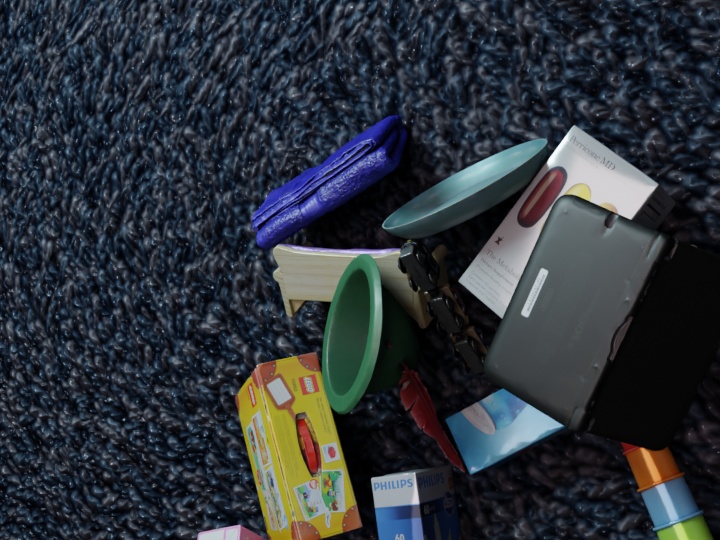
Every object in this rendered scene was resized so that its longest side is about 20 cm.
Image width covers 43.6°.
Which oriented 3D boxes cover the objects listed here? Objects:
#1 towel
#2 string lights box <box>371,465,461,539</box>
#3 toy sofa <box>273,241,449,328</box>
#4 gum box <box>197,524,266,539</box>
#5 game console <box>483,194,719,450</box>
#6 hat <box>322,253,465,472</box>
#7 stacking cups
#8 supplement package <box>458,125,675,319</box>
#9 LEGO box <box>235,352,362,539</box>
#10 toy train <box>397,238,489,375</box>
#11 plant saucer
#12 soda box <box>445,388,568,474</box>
[{"bbox_3d":[-0.039,-0.114,1.087,0.199,0.148,0.050,-30,109,21],"label":"towel"},{"bbox_3d":[0.070,0.323,0.992,0.058,0.103,0.202,-13,78,27],"label":"string lights box"},{"bbox_3d":[0.000,0.000,1.061,0.198,0.083,0.098,2,119,29],"label":"toy sofa"},{"bbox_3d":[-0.142,0.416,1.049,0.066,0.114,0.202,-17,50,25],"label":"gum box"},{"bbox_3d":[0.246,0.052,0.877,0.175,0.116,0.202,30,103,33],"label":"game console"},{"bbox_3d":[0.062,0.090,0.999,0.167,0.174,0.201,-100,27,-45],"label":"hat"},{"bbox_3d":[0.307,0.234,0.904,0.060,0.060,0.201,-31,67,22],"label":"stacking cups"},{"bbox_3d":[0.218,-0.031,0.949,0.114,0.109,0.201,41,103,26],"label":"supplement package"},{"bbox_3d":[-0.078,0.217,1.057,0.149,0.076,0.202,131,126,-63],"label":"LEGO box"},{"bbox_3d":[0.095,0.042,0.987,0.034,0.201,0.046,-18,35,24],"label":"toy train"},{"bbox_3d":[0.117,-0.084,0.978,0.199,0.200,0.028,-25,100,24],"label":"plant saucer"},{"bbox_3d":[0.196,0.145,0.967,0.199,0.064,0.068,-32,70,21],"label":"soda box"}]
